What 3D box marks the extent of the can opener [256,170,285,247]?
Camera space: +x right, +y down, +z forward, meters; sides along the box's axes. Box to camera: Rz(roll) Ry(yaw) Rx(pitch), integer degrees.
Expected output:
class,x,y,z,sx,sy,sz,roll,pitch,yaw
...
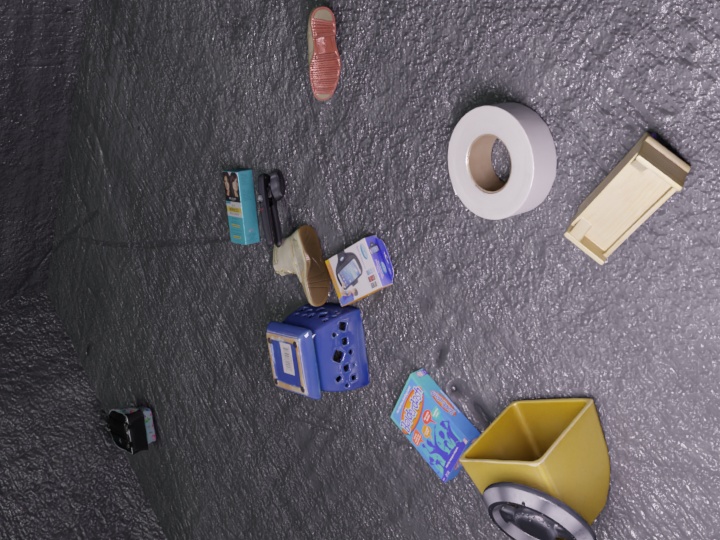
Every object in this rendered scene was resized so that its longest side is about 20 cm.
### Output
class,x,y,z,sx,sy,sz,roll,pitch,yaw
can opener,-0.232,-0.156,1.962,0.078,0.063,0.203,-24,64,55

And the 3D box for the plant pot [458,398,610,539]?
class,x,y,z,sx,sy,sz,roll,pitch,yaw
plant pot,0.337,0.371,1.389,0.195,0.194,0.202,-16,105,52

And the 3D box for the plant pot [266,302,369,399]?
class,x,y,z,sx,sy,sz,roll,pitch,yaw
plant pot,-0.113,0.199,1.881,0.199,0.178,0.203,7,108,50

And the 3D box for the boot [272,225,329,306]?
class,x,y,z,sx,sy,sz,roll,pitch,yaw
boot,-0.155,0.001,1.949,0.154,0.071,0.203,-19,82,51

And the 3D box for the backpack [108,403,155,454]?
class,x,y,z,sx,sy,sz,roll,pitch,yaw
backpack,-0.907,0.619,3.033,0.198,0.150,0.180,-1,100,43

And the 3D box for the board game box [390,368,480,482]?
class,x,y,z,sx,sy,sz,roll,pitch,yaw
board game box,0.162,0.342,1.700,0.200,0.045,0.153,47,135,31

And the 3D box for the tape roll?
class,x,y,z,sx,sy,sz,roll,pitch,yaw
tape roll,0.250,-0.196,1.379,0.201,0.070,0.205,22,119,45

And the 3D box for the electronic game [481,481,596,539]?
class,x,y,z,sx,sy,sz,roll,pitch,yaw
electronic game,0.296,0.419,1.286,0.198,0.042,0.201,24,146,17

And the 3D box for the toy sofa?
class,x,y,z,sx,sy,sz,roll,pitch,yaw
toy sofa,0.418,-0.113,1.208,0.083,0.098,0.201,38,134,4

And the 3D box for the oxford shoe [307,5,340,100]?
class,x,y,z,sx,sy,sz,roll,pitch,yaw
oxford shoe,-0.085,-0.484,1.710,0.074,0.070,0.203,-124,34,-61

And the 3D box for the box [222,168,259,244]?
class,x,y,z,sx,sy,sz,roll,pitch,yaw
box,-0.329,-0.177,2.117,0.082,0.049,0.203,12,112,48

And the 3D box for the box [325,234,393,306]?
class,x,y,z,sx,sy,sz,roll,pitch,yaw
box,0.000,0.000,1.783,0.199,0.041,0.120,-29,80,54
